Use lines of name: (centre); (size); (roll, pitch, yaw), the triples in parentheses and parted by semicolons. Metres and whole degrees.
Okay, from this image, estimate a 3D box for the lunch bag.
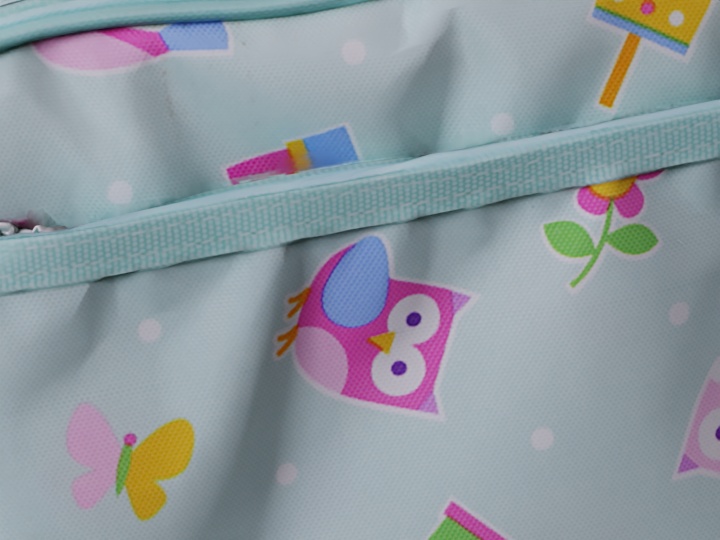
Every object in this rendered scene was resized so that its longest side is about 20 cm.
lunch bag: (0.007, 0.010, 0.452); (0.077, 0.199, 0.161); (-130, 30, -66)
